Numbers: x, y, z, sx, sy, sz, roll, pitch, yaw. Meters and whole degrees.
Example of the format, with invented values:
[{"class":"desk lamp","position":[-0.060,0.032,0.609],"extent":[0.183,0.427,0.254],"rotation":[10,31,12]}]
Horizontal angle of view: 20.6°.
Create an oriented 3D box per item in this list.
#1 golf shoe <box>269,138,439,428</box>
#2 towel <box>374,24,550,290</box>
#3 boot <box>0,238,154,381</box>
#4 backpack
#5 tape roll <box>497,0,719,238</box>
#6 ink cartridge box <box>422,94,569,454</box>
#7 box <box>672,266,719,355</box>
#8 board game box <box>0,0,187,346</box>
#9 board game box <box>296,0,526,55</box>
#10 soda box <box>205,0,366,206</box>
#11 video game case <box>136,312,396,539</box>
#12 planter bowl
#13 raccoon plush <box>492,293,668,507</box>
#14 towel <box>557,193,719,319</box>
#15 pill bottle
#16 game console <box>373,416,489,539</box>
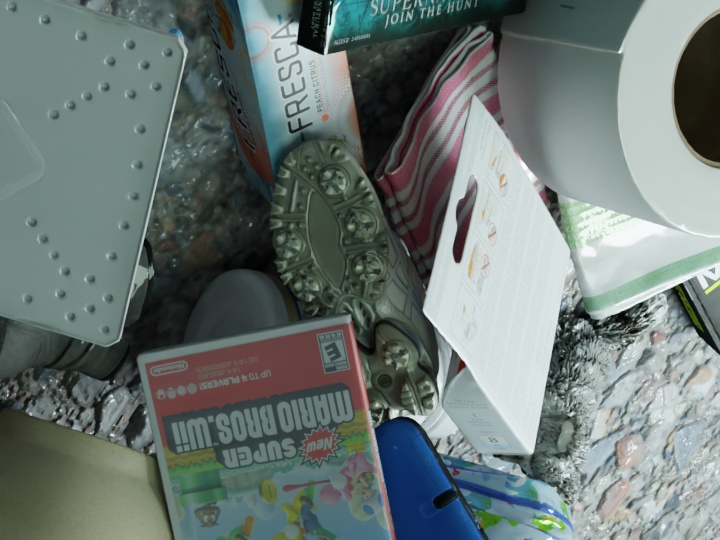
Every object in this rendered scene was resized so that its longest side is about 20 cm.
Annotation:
[{"class":"golf shoe","position":[0.000,0.000,1.294],"extent":[0.078,0.097,0.202],"rotation":[-11,111,19]},{"class":"towel","position":[0.078,-0.052,1.369],"extent":[0.147,0.030,0.201],"rotation":[-60,142,-30]},{"class":"boot","position":[-0.187,-0.016,1.253],"extent":[0.131,0.070,0.201],"rotation":[-4,132,-38]},{"class":"backpack","position":[0.063,0.206,1.479],"extent":[0.154,0.199,0.163],"rotation":[-51,138,-14]},{"class":"tape roll","position":[0.210,-0.133,1.336],"extent":[0.201,0.139,0.205],"rotation":[-7,105,-28]},{"class":"ink cartridge box","position":[0.076,0.006,1.294],"extent":[0.200,0.047,0.161],"rotation":[51,46,-50]},{"class":"box","position":[0.324,-0.053,1.574],"extent":[0.200,0.048,0.194],"rotation":[-39,135,-4]},{"class":"board game box","position":[-0.212,-0.072,1.135],"extent":[0.198,0.026,0.201],"rotation":[16,117,-1]},{"class":"board game box","position":[0.044,-0.215,1.228],"extent":[0.199,0.028,0.136],"rotation":[-20,126,-46]},{"class":"soda box","position":[-0.050,-0.135,1.249],"extent":[0.068,0.064,0.201],"rotation":[-24,131,-17]},{"class":"video game case","position":[-0.055,0.138,1.266],"extent":[0.142,0.017,0.202],"rotation":[-11,94,10]},{"class":"planter bowl","position":[-0.200,0.170,1.300],"extent":[0.199,0.199,0.136],"rotation":[26,78,-43]},{"class":"raccoon plush","position":[0.178,0.085,1.512],"extent":[0.199,0.134,0.097],"rotation":[-35,133,-8]},{"class":"towel","position":[0.210,-0.079,1.448],"extent":[0.148,0.031,0.202],"rotation":[-23,113,-20]},{"class":"pill bottle","position":[-0.016,0.067,1.386],"extent":[0.199,0.111,0.112],"rotation":[11,115,-39]},{"class":"game console","position":[0.017,0.208,1.337],"extent":[0.199,0.172,0.118],"rotation":[-34,172,22]}]
